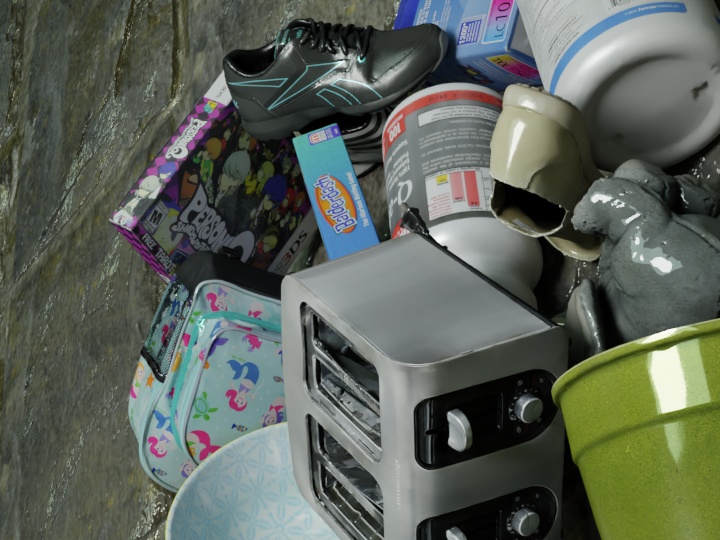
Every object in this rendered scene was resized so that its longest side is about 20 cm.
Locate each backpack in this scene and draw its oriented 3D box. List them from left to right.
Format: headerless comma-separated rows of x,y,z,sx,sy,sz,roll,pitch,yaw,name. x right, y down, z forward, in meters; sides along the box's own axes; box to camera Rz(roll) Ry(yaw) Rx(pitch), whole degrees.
-0.107,0.107,1.197,0.202,0.176,0.151,-63,27,17,backpack

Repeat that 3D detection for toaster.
0.036,0.085,0.878,0.200,0.117,0.183,38,136,51,toaster

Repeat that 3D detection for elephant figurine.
0.175,0.046,0.875,0.140,0.155,0.202,31,115,15,elephant figurine

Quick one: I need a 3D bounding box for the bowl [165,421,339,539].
-0.045,0.224,1.077,0.201,0.198,0.109,-126,19,-53,bowl

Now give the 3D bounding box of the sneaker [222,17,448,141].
-0.024,-0.169,1.129,0.197,0.080,0.076,-17,34,21,sneaker

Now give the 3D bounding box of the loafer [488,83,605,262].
0.123,-0.052,0.924,0.075,0.200,0.069,26,78,30,loafer

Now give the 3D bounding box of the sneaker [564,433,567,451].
0.081,0.120,1.012,0.199,0.070,0.094,30,91,55,sneaker

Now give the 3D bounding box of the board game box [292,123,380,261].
0.000,0.000,1.128,0.044,0.153,0.201,-18,43,0,board game box

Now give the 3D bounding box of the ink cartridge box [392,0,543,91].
0.103,-0.225,1.165,0.199,0.076,0.138,2,74,58,ink cartridge box

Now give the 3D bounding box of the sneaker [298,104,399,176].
-0.023,-0.138,1.265,0.200,0.114,0.077,5,76,58,sneaker

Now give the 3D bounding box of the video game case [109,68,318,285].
-0.118,-0.056,1.243,0.036,0.201,0.182,23,69,36,video game case

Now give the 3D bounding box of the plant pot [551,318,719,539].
0.210,0.142,0.702,0.199,0.198,0.196,-28,62,46,plant pot

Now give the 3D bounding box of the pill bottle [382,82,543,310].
0.079,-0.034,1.050,0.116,0.115,0.202,-39,42,38,pill bottle

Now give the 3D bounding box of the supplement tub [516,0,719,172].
0.181,-0.181,0.967,0.132,0.131,0.202,-44,38,34,supplement tub
